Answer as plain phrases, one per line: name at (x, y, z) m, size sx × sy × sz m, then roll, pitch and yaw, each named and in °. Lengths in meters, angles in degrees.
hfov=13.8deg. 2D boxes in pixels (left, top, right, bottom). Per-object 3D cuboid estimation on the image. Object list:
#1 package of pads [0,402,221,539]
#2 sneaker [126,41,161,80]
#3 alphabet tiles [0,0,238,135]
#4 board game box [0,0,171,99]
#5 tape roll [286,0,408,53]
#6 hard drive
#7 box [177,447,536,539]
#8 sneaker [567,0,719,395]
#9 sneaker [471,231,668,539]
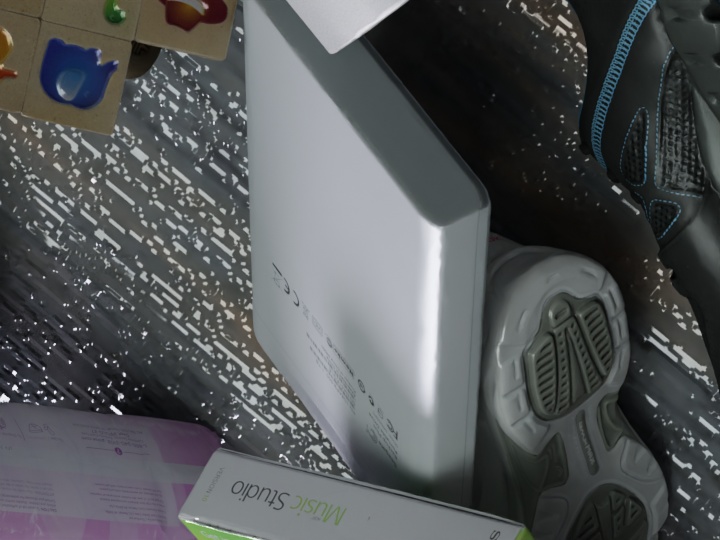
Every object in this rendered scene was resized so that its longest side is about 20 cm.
package of pads at (-0.151, 0.106, 1.184) m, size 0.120 × 0.200 × 0.076 m, roll -41°, pitch 56°, yaw 32°
sneaker at (-0.149, -0.159, 1.122) m, size 0.112 × 0.071 × 0.201 m, roll -13°, pitch 100°, yaw 25°
alphabet tiles at (-0.130, -0.141, 1.005) m, size 0.199 × 0.008 × 0.168 m, roll 12°, pitch 89°, yaw -18°
board game box at (-0.127, -0.174, 1.037) m, size 0.196 × 0.200 × 0.056 m, roll 61°, pitch 167°, yaw -11°
tape roll at (0.057, -0.146, 0.955) m, size 0.203 × 0.203 × 0.037 m, roll -37°, pitch 96°, yaw 34°
hard drive at (0.000, 0.000, 1.071) m, size 0.132 × 0.027 × 0.200 m, roll 53°, pitch 158°, yaw 32°
box at (0.036, 0.144, 1.128) m, size 0.144 × 0.036 × 0.200 m, roll 11°, pitch 152°, yaw 36°
sneaker at (0.126, -0.037, 1.065) m, size 0.082 × 0.073 × 0.201 m, roll 1°, pitch 110°, yaw 42°
sneaker at (0.058, 0.060, 1.142) m, size 0.099 × 0.078 × 0.201 m, roll 33°, pitch 141°, yaw 43°
